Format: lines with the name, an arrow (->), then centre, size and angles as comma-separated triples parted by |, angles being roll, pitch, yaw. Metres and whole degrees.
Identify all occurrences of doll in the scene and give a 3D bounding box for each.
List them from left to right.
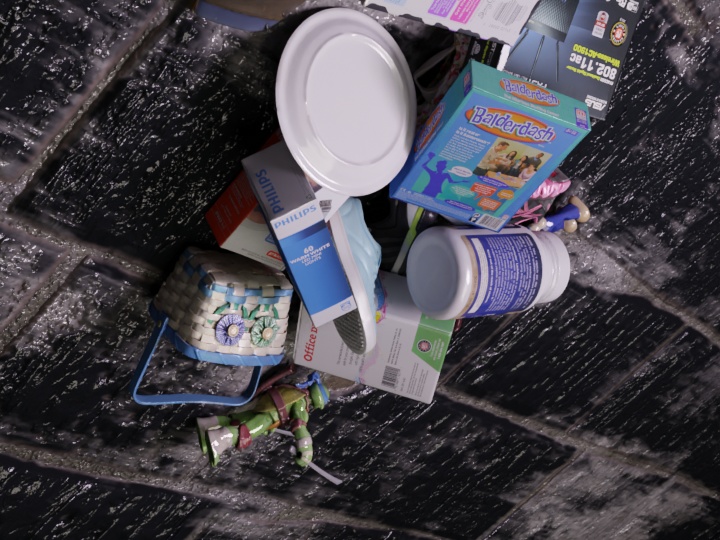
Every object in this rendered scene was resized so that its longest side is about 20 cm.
doll -> 0.232, -0.041, 1.591 | 0.199, 0.049, 0.137 | -31, 171, -26

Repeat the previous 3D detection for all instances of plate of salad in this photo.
plate of salad -> -0.017, -0.181, 1.234 | 0.199, 0.048, 0.203 | 1, 88, -41

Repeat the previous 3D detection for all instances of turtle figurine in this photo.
turtle figurine -> -0.129, 0.247, 1.633 | 0.192, 0.145, 0.201 | -12, 136, -19

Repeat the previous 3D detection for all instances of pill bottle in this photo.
pill bottle -> 0.166, -0.001, 1.444 | 0.198, 0.116, 0.116 | -3, 135, -37

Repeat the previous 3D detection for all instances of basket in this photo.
basket -> -0.183, 0.080, 1.403 | 0.175, 0.139, 0.202 | 3, 121, -39

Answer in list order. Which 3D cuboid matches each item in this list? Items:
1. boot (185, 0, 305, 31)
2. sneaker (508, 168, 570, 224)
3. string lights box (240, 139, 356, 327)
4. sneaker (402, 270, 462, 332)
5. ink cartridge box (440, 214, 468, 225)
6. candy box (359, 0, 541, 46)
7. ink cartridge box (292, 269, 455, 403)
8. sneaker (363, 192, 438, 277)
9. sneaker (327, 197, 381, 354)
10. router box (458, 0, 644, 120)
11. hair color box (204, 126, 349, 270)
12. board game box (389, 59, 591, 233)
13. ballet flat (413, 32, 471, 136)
boot -> -0.079, -0.289, 1.134 | 0.198, 0.075, 0.097 | 2, 150, -36
sneaker -> 0.183, -0.089, 1.466 | 0.198, 0.079, 0.096 | -5, 136, -39
string lights box -> -0.067, -0.038, 1.279 | 0.058, 0.103, 0.201 | -24, 142, -4
sneaker -> 0.073, 0.076, 1.599 | 0.075, 0.116, 0.201 | 5, 130, -45
ink cartridge box -> 0.198, -0.131, 1.514 | 0.200, 0.047, 0.160 | -41, 142, 16
candy box -> 0.058, -0.311, 1.106 | 0.198, 0.168, 0.072 | 4, 131, -39
ink cartridge box -> 0.020, 0.077, 1.510 | 0.198, 0.084, 0.146 | 16, 134, 4
sneaker -> 0.040, -0.054, 1.490 | 0.082, 0.072, 0.201 | 28, 139, -2
sneaker -> 0.000, 0.000, 1.413 | 0.081, 0.202, 0.074 | -12, 178, -30
router box -> 0.222, -0.269, 1.300 | 0.198, 0.062, 0.152 | 9, 103, -37
hair color box -> -0.077, -0.101, 1.338 | 0.110, 0.064, 0.200 | 21, 118, -46
board game box -> 0.142, -0.135, 1.288 | 0.151, 0.045, 0.200 | 17, 141, -19
ballet flat -> 0.077, -0.202, 1.345 | 0.064, 0.076, 0.200 | 36, 106, -19
